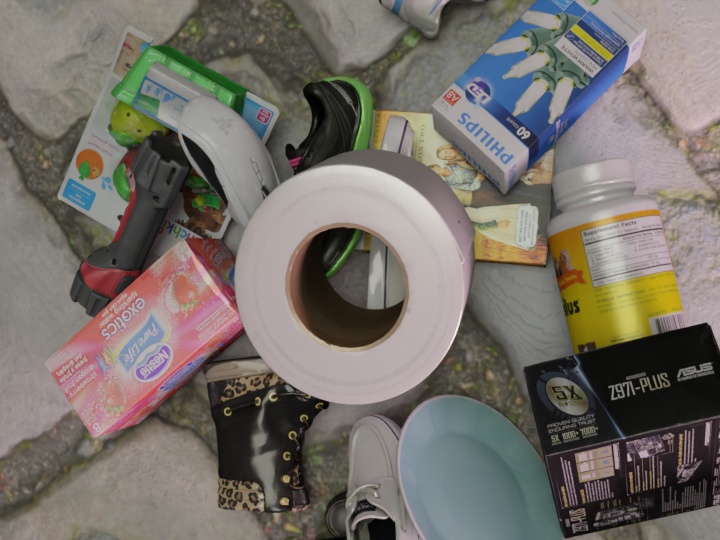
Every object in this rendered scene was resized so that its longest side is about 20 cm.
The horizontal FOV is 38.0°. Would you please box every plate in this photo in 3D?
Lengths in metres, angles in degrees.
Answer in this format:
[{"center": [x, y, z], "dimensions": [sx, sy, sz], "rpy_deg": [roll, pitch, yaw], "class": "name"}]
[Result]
[{"center": [0.109, 0.211, 0.974], "dimensions": [0.201, 0.199, 0.026], "rpy_deg": [53, 130, 9], "class": "plate"}]

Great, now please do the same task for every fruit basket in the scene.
[{"center": [-0.204, -0.120, 1.080], "dimensions": [0.183, 0.094, 0.202], "rpy_deg": [29, 99, 3], "class": "fruit basket"}]

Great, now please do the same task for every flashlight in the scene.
[{"center": [-0.232, -0.045, 1.054], "dimensions": [0.067, 0.068, 0.202], "rpy_deg": [25, 117, -9], "class": "flashlight"}]

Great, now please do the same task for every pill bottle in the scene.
[{"center": [0.240, 0.002, 0.990], "dimensions": [0.107, 0.109, 0.204], "rpy_deg": [-13, 83, 8], "class": "pill bottle"}]

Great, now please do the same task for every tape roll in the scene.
[{"center": [0.000, 0.000, 0.927], "dimensions": [0.198, 0.139, 0.207], "rpy_deg": [2, 102, 11], "class": "tape roll"}]

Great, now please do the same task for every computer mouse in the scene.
[{"center": [-0.106, -0.082, 1.022], "dimensions": [0.110, 0.043, 0.201], "rpy_deg": [-52, 121, -32], "class": "computer mouse"}]

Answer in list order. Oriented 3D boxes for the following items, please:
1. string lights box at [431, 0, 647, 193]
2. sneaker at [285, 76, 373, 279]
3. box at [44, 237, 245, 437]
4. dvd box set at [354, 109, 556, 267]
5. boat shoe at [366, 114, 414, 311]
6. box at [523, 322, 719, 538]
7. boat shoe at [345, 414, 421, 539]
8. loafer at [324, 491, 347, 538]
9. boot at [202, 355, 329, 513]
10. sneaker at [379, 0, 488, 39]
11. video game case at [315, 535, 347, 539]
[{"center": [0.173, -0.185, 1.019], "dimensions": [0.103, 0.059, 0.200], "rpy_deg": [43, 82, 16], "class": "string lights box"}, {"center": [-0.038, -0.091, 1.034], "dimensions": [0.082, 0.077, 0.204], "rpy_deg": [6, 83, -20], "class": "sneaker"}, {"center": [-0.202, 0.065, 1.049], "dimensions": [0.199, 0.102, 0.095], "rpy_deg": [-40, 81, 11], "class": "box"}, {"center": [0.096, -0.085, 1.060], "dimensions": [0.196, 0.029, 0.150], "rpy_deg": [5, 86, 9], "class": "dvd box set"}, {"center": [0.044, -0.046, 1.014], "dimensions": [0.064, 0.072, 0.204], "rpy_deg": [5, 94, 5], "class": "boat shoe"}, {"center": [0.240, 0.148, 0.927], "dimensions": [0.161, 0.201, 0.087], "rpy_deg": [-15, 54, 8], "class": "box"}, {"center": [0.019, 0.221, 0.948], "dimensions": [0.073, 0.065, 0.203], "rpy_deg": [-29, 57, 23], "class": "boat shoe"}, {"center": [0.057, 0.255, 1.018], "dimensions": [0.196, 0.072, 0.074], "rpy_deg": [6, 87, 10], "class": "loafer"}, {"center": [-0.063, 0.161, 1.045], "dimensions": [0.196, 0.073, 0.154], "rpy_deg": [-3, 85, 11], "class": "boot"}, {"center": [0.114, -0.321, 1.064], "dimensions": [0.087, 0.075, 0.200], "rpy_deg": [42, 98, 0], "class": "sneaker"}, {"center": [0.008, 0.327, 1.005], "dimensions": [0.197, 0.019, 0.146], "rpy_deg": [-15, 88, 30], "class": "video game case"}]
